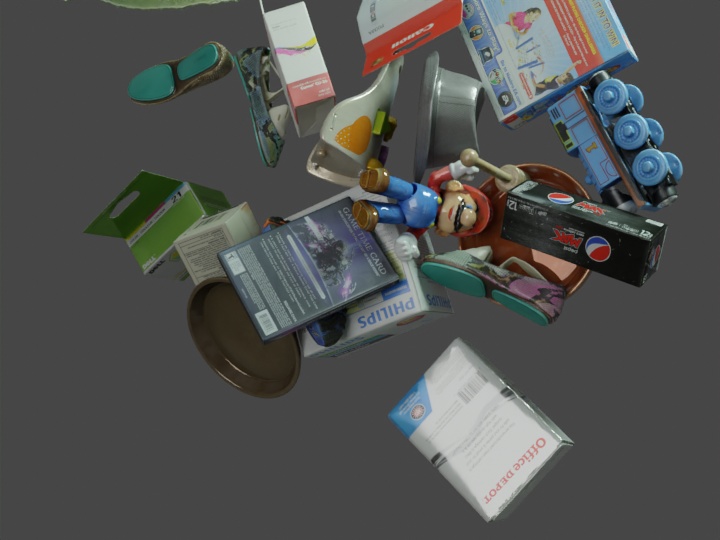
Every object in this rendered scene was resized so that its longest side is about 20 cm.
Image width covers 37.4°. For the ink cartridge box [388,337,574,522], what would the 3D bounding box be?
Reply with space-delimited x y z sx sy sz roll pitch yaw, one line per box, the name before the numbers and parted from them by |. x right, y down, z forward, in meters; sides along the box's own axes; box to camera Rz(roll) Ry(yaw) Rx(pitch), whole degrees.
ink cartridge box | 0.160 0.212 1.418 0.147 0.086 0.200 -48 67 7

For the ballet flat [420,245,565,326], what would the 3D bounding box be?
ballet flat | 0.180 0.008 1.419 0.199 0.069 0.071 22 67 20

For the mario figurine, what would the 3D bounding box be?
mario figurine | 0.097 -0.082 1.397 0.124 0.199 0.106 -51 45 44

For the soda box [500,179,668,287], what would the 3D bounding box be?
soda box | 0.282 -0.050 1.355 0.199 0.063 0.071 22 123 28

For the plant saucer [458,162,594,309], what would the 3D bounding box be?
plant saucer | 0.230 -0.045 1.447 0.199 0.032 0.202 -3 84 28

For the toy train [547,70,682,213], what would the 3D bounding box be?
toy train | 0.332 -0.158 1.380 0.114 0.087 0.201 -34 72 30

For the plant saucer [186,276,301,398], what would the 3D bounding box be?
plant saucer | -0.163 0.093 1.523 0.199 0.029 0.201 19 128 26

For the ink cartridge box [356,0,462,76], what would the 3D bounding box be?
ink cartridge box | 0.068 -0.367 1.492 0.162 0.200 0.057 -25 114 23

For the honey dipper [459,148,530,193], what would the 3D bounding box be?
honey dipper | 0.170 -0.128 1.357 0.038 0.200 0.038 -4 82 27

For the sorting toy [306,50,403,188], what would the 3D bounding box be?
sorting toy | 0.011 -0.221 1.521 0.106 0.200 0.181 25 80 -5

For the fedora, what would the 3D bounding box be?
fedora | 0.123 -0.205 1.458 0.090 0.200 0.178 6 72 3

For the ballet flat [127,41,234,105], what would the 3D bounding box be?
ballet flat | -0.287 -0.311 1.732 0.199 0.065 0.071 -14 77 29

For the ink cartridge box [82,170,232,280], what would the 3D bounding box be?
ink cartridge box | -0.303 -0.065 1.636 0.148 0.200 0.076 -41 68 18

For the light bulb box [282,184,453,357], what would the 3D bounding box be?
light bulb box | 0.000 0.000 1.511 0.197 0.125 0.201 -22 76 24

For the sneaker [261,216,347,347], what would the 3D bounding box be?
sneaker | -0.085 0.023 1.453 0.078 0.075 0.201 -46 60 32

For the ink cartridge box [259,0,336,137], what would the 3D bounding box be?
ink cartridge box | -0.094 -0.317 1.593 0.067 0.117 0.201 -18 75 -4

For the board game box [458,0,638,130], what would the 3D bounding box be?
board game box | 0.247 -0.328 1.455 0.195 0.056 0.201 -27 73 23

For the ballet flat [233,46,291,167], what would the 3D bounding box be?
ballet flat | -0.142 -0.261 1.652 0.074 0.074 0.201 -22 78 24

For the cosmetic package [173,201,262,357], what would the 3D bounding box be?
cosmetic package | -0.177 0.014 1.574 0.103 0.087 0.201 -17 108 25

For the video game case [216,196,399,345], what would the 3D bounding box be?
video game case | -0.069 -0.003 1.399 0.199 0.019 0.143 -24 66 -16
